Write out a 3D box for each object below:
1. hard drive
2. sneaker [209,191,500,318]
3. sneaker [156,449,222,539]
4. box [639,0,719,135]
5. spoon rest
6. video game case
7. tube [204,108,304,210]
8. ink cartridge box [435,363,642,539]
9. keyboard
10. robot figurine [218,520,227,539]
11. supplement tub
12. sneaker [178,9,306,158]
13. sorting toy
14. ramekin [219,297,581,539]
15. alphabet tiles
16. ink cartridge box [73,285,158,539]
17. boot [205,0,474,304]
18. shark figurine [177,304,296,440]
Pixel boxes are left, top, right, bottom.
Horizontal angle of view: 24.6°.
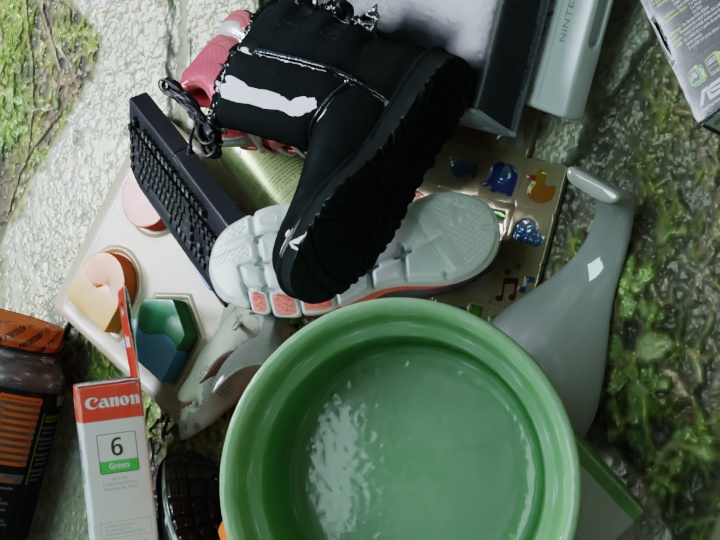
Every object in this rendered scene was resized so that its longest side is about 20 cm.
[{"bbox_3d":[0.040,-0.176,1.109,0.199,0.042,0.136,29,111,45],"label":"hard drive"},{"bbox_3d":[0.000,0.000,1.094,0.198,0.082,0.078,-4,74,14],"label":"sneaker"},{"bbox_3d":[-0.121,0.232,1.189,0.087,0.075,0.201,-39,59,33],"label":"sneaker"},{"bbox_3d":[0.254,-0.213,0.990,0.199,0.047,0.195,-35,59,30],"label":"box"},{"bbox_3d":[0.125,0.031,1.045,0.099,0.060,0.201,34,116,30],"label":"spoon rest"},{"bbox_3d":[0.095,-0.215,1.098,0.199,0.024,0.184,28,110,46],"label":"video game case"},{"bbox_3d":[-0.048,-0.053,1.196,0.200,0.052,0.058,49,131,35],"label":"tube"},{"bbox_3d":[0.052,0.161,1.005,0.200,0.048,0.146,-44,83,4],"label":"ink cartridge box"},{"bbox_3d":[-0.128,-0.073,1.184,0.200,0.020,0.128,48,138,48],"label":"keyboard"},{"bbox_3d":[-0.031,0.177,1.088,0.143,0.117,0.201,36,92,20],"label":"robot figurine"},{"bbox_3d":[-0.309,0.132,1.325,0.122,0.122,0.202,15,90,39],"label":"supplement tub"},{"bbox_3d":[-0.056,-0.106,1.172,0.087,0.074,0.200,-42,51,-13],"label":"sneaker"},{"bbox_3d":[-0.154,-0.006,1.283,0.200,0.036,0.186,39,106,37],"label":"sorting toy"},{"bbox_3d":[0.026,0.119,0.938,0.198,0.098,0.202,-1,85,8],"label":"ramekin"},{"bbox_3d":[0.059,-0.021,1.134,0.165,0.006,0.202,15,91,40],"label":"alphabet tiles"},{"bbox_3d":[-0.185,0.116,1.215,0.109,0.050,0.202,163,100,-79],"label":"ink cartridge box"},{"bbox_3d":[-0.035,-0.088,1.059,0.162,0.073,0.199,25,76,36],"label":"boot"},{"bbox_3d":[-0.058,0.057,1.146,0.129,0.089,0.214,-67,12,-19],"label":"shark figurine"}]
